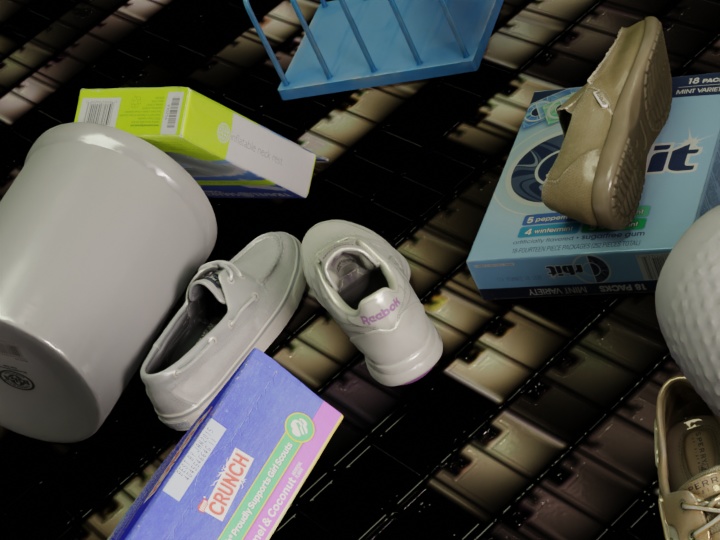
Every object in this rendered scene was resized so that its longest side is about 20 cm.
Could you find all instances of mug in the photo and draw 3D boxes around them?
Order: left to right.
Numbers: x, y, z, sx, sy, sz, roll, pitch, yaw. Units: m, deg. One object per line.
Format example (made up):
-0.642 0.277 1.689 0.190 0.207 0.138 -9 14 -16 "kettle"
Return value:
0.282 0.039 1.022 0.200 0.148 0.175 -4 33 -43 "mug"

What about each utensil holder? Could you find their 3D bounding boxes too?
-0.230 0.012 1.370 0.170 0.170 0.200 -1 47 32 "utensil holder"

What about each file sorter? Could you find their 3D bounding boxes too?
0.012 -0.256 1.576 0.200 0.123 0.139 -5 42 27 "file sorter"

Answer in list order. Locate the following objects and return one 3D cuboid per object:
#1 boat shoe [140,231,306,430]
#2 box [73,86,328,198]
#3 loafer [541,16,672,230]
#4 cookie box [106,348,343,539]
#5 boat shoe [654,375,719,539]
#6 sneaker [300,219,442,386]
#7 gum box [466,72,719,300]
-0.109 0.031 1.347 0.072 0.069 0.200 8 49 39 "boat shoe"
-0.131 -0.102 1.454 0.122 0.200 0.048 3 78 34 "box"
0.179 -0.113 1.257 0.067 0.076 0.200 2 44 24 "loafer"
-0.110 0.166 1.087 0.171 0.075 0.200 -56 4 -34 "cookie box"
0.207 0.143 1.011 0.072 0.065 0.200 -18 37 12 "boat shoe"
0.000 0.000 1.291 0.075 0.100 0.200 -33 35 -4 "sneaker"
0.188 -0.065 1.296 0.170 0.045 0.200 -3 42 29 "gum box"
